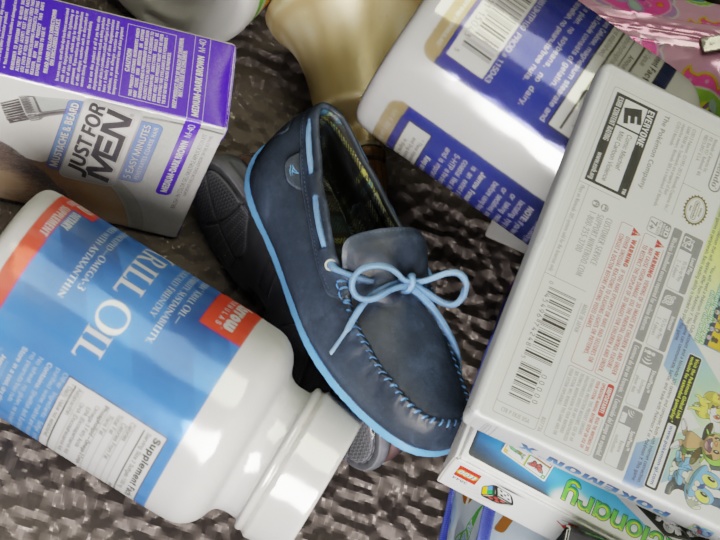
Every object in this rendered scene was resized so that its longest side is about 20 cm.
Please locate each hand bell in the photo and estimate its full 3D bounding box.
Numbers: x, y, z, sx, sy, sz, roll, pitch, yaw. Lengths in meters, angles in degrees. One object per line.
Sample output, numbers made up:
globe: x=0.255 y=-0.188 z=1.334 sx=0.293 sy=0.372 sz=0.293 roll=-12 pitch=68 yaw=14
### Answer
hand bell: x=0.003 y=-0.056 z=1.359 sx=0.103 sy=0.104 sz=0.202 roll=3 pitch=69 yaw=-20

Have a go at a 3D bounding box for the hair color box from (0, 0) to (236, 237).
hair color box: x=-0.176 y=-0.089 z=1.278 sx=0.198 sy=0.110 sz=0.065 roll=14 pitch=55 yaw=-12

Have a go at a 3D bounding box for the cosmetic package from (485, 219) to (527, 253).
cosmetic package: x=0.178 y=-0.016 z=1.355 sx=0.199 sy=0.083 sz=0.051 roll=25 pitch=6 yaw=15

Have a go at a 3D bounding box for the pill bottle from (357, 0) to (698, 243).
pill bottle: x=0.110 y=-0.072 z=1.275 sx=0.199 sy=0.120 sz=0.120 roll=36 pitch=52 yaw=1

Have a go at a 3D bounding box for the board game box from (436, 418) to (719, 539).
board game box: x=0.150 y=0.091 z=1.182 sx=0.199 sy=0.035 sz=0.127 roll=28 pitch=59 yaw=-3

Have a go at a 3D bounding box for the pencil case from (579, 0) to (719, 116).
pencil case: x=0.150 y=-0.128 z=1.389 sx=0.198 sy=0.088 sz=0.088 roll=11 pitch=53 yaw=-1

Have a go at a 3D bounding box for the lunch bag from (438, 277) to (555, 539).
lunch bag: x=0.135 y=0.113 z=1.260 sx=0.169 sy=0.124 sz=0.201 roll=19 pitch=60 yaw=-8

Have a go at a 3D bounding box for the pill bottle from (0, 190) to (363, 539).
pill bottle: x=-0.102 y=0.056 z=1.208 sx=0.199 sy=0.112 sz=0.113 roll=31 pitch=52 yaw=0

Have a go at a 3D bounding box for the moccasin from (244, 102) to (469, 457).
moccasin: x=0.000 y=0.000 z=1.218 sx=0.080 sy=0.068 sz=0.201 roll=-4 pitch=53 yaw=-47

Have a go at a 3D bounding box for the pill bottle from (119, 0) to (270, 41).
pill bottle: x=-0.061 y=-0.231 z=1.418 sx=0.111 sy=0.111 sz=0.200 roll=35 pitch=52 yaw=4

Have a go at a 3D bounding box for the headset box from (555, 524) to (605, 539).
headset box: x=0.137 y=0.225 z=1.151 sx=0.198 sy=0.174 sz=0.093 roll=20 pitch=53 yaw=-7

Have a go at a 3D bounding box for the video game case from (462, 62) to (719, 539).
video game case: x=0.165 y=0.022 z=1.173 sx=0.181 sy=0.022 sz=0.201 roll=25 pitch=67 yaw=-5

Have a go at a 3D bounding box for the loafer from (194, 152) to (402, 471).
loafer: x=-0.019 y=0.014 z=1.299 sx=0.063 sy=0.072 sz=0.201 roll=-15 pitch=62 yaw=-33
